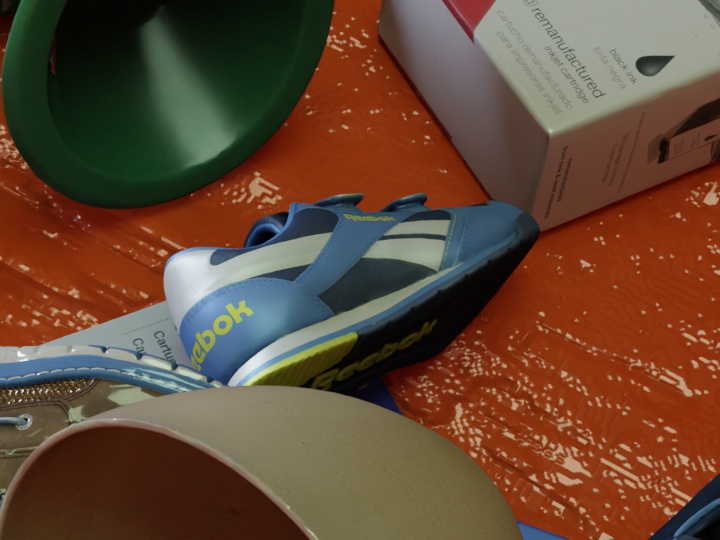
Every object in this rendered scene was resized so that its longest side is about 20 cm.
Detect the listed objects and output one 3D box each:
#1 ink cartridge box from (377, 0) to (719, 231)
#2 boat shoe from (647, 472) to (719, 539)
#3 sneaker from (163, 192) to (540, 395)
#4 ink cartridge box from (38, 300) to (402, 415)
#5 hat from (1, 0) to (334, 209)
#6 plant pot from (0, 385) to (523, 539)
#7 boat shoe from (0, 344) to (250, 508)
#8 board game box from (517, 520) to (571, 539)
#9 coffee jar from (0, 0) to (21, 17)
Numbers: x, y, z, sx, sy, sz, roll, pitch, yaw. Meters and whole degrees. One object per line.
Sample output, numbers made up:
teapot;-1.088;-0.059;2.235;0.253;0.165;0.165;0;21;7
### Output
ink cartridge box;0.130;-0.123;1.068;0.199;0.083;0.147;-22;60;-21
boat shoe;0.126;0.123;0.834;0.084;0.069;0.200;37;53;2
sneaker;0.000;0.000;0.944;0.199;0.074;0.082;-21;61;-45
ink cartridge box;-0.057;0.101;0.912;0.199;0.041;0.200;-20;60;-20
hat;-0.121;-0.158;1.017;0.165;0.201;0.176;-5;37;-37
plant pot;-0.014;0.123;0.780;0.200;0.201;0.134;43;42;21
boat shoe;-0.133;0.073;0.860;0.198;0.072;0.073;5;60;11
board game box;0.092;0.209;0.837;0.134;0.045;0.201;20;54;-10
coffee jar;-0.133;-0.185;1.071;0.199;0.085;0.105;-14;68;-16
